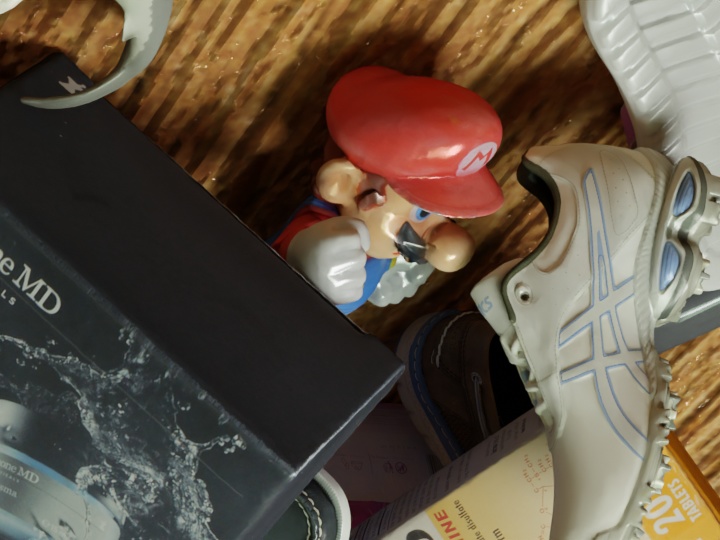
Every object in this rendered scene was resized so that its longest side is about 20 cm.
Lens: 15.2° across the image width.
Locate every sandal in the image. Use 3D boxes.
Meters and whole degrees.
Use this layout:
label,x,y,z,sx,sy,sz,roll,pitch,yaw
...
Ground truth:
label,x,y,z,sx,sy,sz,roll,pitch,yaw
sandal,0.145,-0.079,1.204,0.082,0.050,0.203,-30,130,-10

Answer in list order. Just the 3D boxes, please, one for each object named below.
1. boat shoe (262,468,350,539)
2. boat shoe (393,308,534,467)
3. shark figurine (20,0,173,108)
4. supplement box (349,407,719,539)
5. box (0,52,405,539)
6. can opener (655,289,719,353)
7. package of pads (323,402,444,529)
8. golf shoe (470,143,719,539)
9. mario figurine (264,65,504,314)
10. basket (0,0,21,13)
label,x,y,z,sx,sy,sz,roll,pitch,yaw
boat shoe,-0.103,0.103,1.217,0.199,0.076,0.060,5,-173,25
boat shoe,0.092,0.105,1.300,0.200,0.072,0.072,52,153,-18
shark figurine,-0.098,-0.146,0.997,0.128,0.090,0.215,0,144,32
supplement box,0.071,0.147,1.231,0.200,0.126,0.074,-35,-176,8
box,-0.125,0.057,1.106,0.200,0.197,0.117,-51,175,31
can opener,0.180,0.005,1.311,0.199,0.053,0.067,-23,143,5
package of pads,-0.037,0.120,1.339,0.199,0.076,0.121,6,136,-29
golf shoe,0.088,0.040,1.143,0.097,0.201,0.078,14,159,-5
mario figurine,0.000,0.000,1.178,0.106,0.124,0.200,25,131,-21
basket,-0.191,-0.168,0.819,0.198,0.200,0.161,-28,139,8
